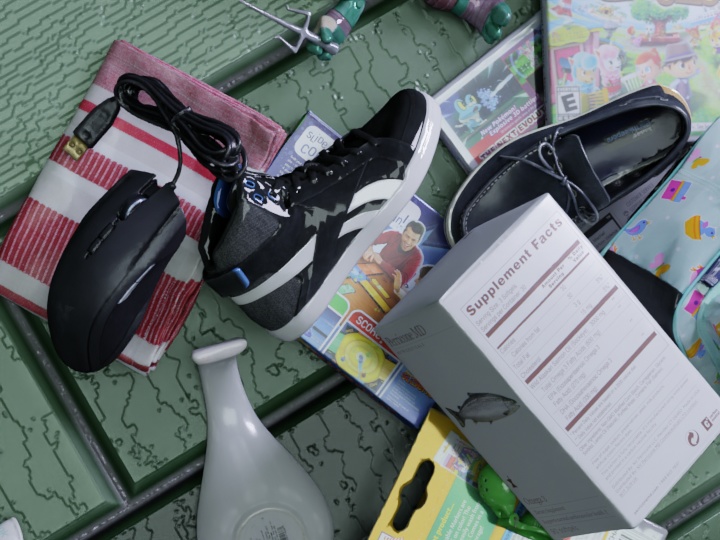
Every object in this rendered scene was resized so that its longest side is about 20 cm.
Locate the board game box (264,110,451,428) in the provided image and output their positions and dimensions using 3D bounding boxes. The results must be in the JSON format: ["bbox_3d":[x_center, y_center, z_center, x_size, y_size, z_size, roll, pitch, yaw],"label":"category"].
[{"bbox_3d":[0.000,0.000,1.494,0.200,0.034,0.136,38,82,-7],"label":"board game box"}]

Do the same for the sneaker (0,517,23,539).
[{"bbox_3d":[-0.199,0.258,1.437,0.200,0.075,0.088,47,69,-4],"label":"sneaker"}]

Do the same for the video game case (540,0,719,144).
[{"bbox_3d":[0.230,-0.184,1.525,0.198,0.022,0.184,-2,89,-9],"label":"video game case"}]

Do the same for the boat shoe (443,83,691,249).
[{"bbox_3d":[0.148,-0.069,1.470,0.199,0.062,0.075,-28,100,-1],"label":"boat shoe"}]

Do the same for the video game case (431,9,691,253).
[{"bbox_3d":[0.173,-0.108,1.536,0.200,0.023,0.183,-38,95,-8],"label":"video game case"}]

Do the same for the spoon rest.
[{"bbox_3d":[-0.079,0.141,1.473,0.099,0.061,0.202,-15,104,-9],"label":"spoon rest"}]

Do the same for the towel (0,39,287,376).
[{"bbox_3d":[-0.159,-0.046,1.456,0.143,0.023,0.201,27,84,10],"label":"towel"}]

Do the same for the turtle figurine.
[{"bbox_3d":[0.018,-0.226,1.465,0.198,0.150,0.101,6,49,-21],"label":"turtle figurine"}]

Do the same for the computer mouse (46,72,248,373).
[{"bbox_3d":[-0.176,-0.041,1.412,0.140,0.046,0.201,41,101,33],"label":"computer mouse"}]

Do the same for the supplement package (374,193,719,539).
[{"bbox_3d":[0.128,0.068,1.398,0.117,0.117,0.200,-44,97,-23],"label":"supplement package"}]

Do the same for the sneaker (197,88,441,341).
[{"bbox_3d":[-0.034,-0.061,1.420,0.112,0.073,0.201,37,82,-28],"label":"sneaker"}]

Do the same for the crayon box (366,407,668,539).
[{"bbox_3d":[0.105,0.198,1.499,0.199,0.052,0.127,28,83,-9],"label":"crayon box"}]

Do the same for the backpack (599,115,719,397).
[{"bbox_3d":[0.274,-0.008,1.470,0.153,0.176,0.201,22,70,35],"label":"backpack"}]

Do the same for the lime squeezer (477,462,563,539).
[{"bbox_3d":[0.124,0.162,1.466,0.071,0.038,0.201,-36,94,-41],"label":"lime squeezer"}]
